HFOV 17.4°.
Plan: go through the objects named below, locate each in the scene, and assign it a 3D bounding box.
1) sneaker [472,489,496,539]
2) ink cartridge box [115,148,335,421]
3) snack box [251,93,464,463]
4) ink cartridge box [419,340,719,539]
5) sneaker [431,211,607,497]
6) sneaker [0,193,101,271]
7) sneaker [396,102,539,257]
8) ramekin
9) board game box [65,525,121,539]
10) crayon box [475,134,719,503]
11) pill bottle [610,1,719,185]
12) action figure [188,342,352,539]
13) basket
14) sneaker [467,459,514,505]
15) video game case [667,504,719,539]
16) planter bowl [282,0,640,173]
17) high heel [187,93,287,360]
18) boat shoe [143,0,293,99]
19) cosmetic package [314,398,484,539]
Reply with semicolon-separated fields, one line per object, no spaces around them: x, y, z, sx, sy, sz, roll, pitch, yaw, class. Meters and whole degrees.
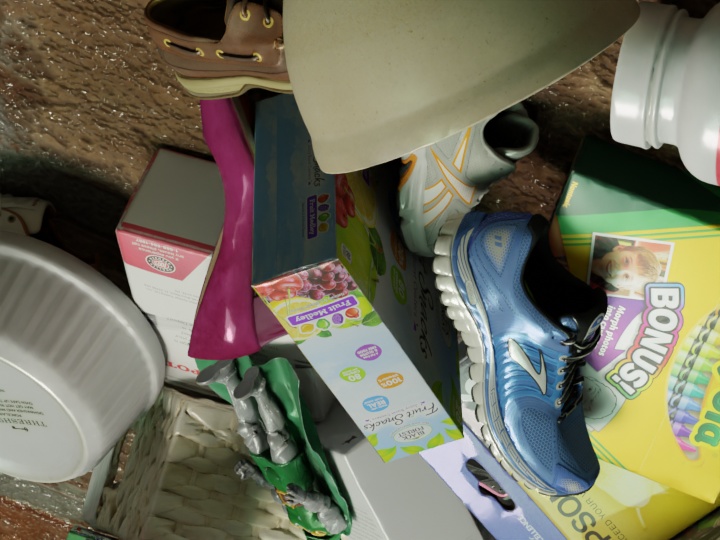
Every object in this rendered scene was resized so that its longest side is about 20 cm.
0.105;0.242;1.987;0.082;0.075;0.200;13;145;44;sneaker
-0.087;0.014;1.723;0.145;0.085;0.201;15;147;14;ink cartridge box
0.000;0.000;1.558;0.067;0.169;0.200;-17;136;17;snack box
0.145;0.118;1.643;0.200;0.047;0.198;-38;102;20;ink cartridge box
0.116;0.054;1.481;0.089;0.079;0.201;-10;113;29;sneaker
-0.284;-0.042;1.799;0.199;0.073;0.085;35;114;-7;sneaker
0.070;-0.069;1.510;0.091;0.076;0.200;5;150;11;sneaker
-0.252;0.072;1.750;0.201;0.095;0.203;18;142;15;ramekin
-0.160;0.229;1.784;0.134;0.029;0.200;18;174;-4;board game box
0.189;0.034;1.531;0.171;0.058;0.201;21;124;3;crayon box
0.246;-0.094;1.321;0.199;0.109;0.109;12;148;15;pill bottle
-0.055;0.144;1.739;0.118;0.055;0.201;20;147;45;action figure
-0.097;0.170;1.847;0.199;0.137;0.123;17;180;-25;basket
0.119;0.126;1.744;0.199;0.079;0.096;-5;103;47;sneaker
0.211;0.204;1.664;0.023;0.200;0.182;50;-173;-5;video game case
0.037;-0.160;1.299;0.200;0.200;0.135;-15;106;45;planter bowl
-0.100;-0.039;1.576;0.095;0.067;0.201;-16;96;8;high heel
-0.056;-0.154;1.454;0.199;0.072;0.068;-6;142;42;boat shoe
0.036;0.193;1.789;0.201;0.071;0.101;63;161;-19;cosmetic package
